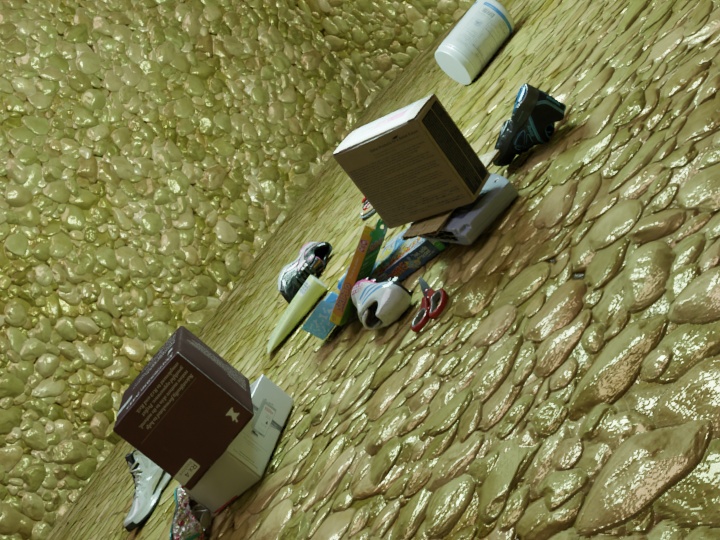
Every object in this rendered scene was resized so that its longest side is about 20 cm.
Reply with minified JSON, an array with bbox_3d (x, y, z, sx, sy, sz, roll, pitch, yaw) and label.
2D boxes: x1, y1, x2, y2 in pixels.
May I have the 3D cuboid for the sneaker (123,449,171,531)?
[{"bbox_3d":[-0.497,0.474,2.011,0.075,0.115,0.201,-38,16,40],"label":"sneaker"}]

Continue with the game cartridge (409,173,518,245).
[{"bbox_3d":[0.169,-0.103,1.465,0.133,0.041,0.200,-49,21,-10],"label":"game cartridge"}]

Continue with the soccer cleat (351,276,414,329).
[{"bbox_3d":[0.017,0.060,1.516,0.087,0.070,0.200,-52,12,-18],"label":"soccer cleat"}]

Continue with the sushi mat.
[{"bbox_3d":[0.147,-0.123,1.475,0.201,0.012,0.095,-51,24,-25],"label":"sushi mat"}]

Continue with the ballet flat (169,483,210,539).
[{"bbox_3d":[-0.290,0.425,1.563,0.063,0.077,0.200,-18,16,-4],"label":"ballet flat"}]

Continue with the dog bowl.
[{"bbox_3d":[-0.035,0.050,1.747,0.201,0.049,0.112,-51,-2,-9],"label":"dog bowl"}]

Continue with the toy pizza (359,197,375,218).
[{"bbox_3d":[0.059,-0.217,2.318,0.200,0.032,0.201,-47,12,13],"label":"toy pizza"}]

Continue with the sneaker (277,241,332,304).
[{"bbox_3d":[-0.137,-0.006,2.290,0.086,0.080,0.202,-18,37,48],"label":"sneaker"}]

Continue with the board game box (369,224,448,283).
[{"bbox_3d":[0.099,-0.046,1.631,0.199,0.034,0.136,-38,17,41],"label":"board game box"}]

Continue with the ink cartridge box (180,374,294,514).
[{"bbox_3d":[-0.211,0.301,1.576,0.146,0.083,0.201,-42,14,32],"label":"ink cartridge box"}]

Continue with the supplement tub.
[{"bbox_3d":[0.305,-0.612,2.405,0.201,0.132,0.132,-50,12,-7],"label":"supplement tub"}]

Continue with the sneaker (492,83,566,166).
[{"bbox_3d":[0.271,-0.222,1.482,0.200,0.081,0.074,110,180,-68],"label":"sneaker"}]

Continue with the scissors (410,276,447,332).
[{"bbox_3d":[0.110,0.034,1.404,0.073,0.014,0.201,-47,11,23],"label":"scissors"}]

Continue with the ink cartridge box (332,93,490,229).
[{"bbox_3d":[0.080,-0.167,1.429,0.199,0.165,0.075,-14,30,48],"label":"ink cartridge box"}]

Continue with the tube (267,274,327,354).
[{"bbox_3d":[-0.154,0.104,2.085,0.201,0.052,0.058,-52,-30,3],"label":"tube"}]

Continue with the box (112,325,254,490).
[{"bbox_3d":[-0.292,0.222,1.509,0.166,0.164,0.200,-49,13,0],"label":"box"}]

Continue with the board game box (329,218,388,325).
[{"bbox_3d":[0.000,0.000,1.640,0.203,0.030,0.095,-67,-13,6],"label":"board game box"}]
